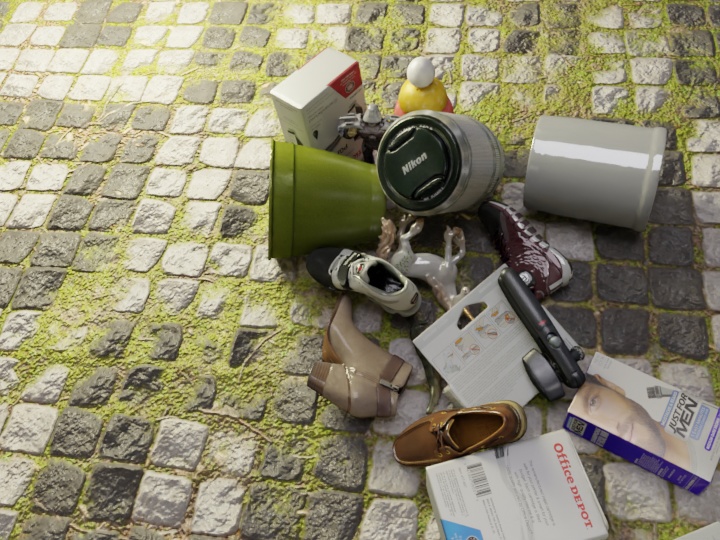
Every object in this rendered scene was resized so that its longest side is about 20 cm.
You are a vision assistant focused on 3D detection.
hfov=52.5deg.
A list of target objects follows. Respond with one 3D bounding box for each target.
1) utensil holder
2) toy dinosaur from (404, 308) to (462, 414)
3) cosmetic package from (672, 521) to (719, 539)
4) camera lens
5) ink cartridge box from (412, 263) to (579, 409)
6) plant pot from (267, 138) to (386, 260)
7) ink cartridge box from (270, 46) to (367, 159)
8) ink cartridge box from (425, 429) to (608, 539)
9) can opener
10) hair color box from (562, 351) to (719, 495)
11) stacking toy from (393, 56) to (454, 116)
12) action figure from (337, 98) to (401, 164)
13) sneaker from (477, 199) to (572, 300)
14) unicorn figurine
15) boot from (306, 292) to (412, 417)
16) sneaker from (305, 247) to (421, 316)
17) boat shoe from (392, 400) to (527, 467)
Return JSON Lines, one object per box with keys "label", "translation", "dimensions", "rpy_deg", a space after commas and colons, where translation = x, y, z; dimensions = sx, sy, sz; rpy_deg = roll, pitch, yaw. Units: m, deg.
{"label": "utensil holder", "translation": [0.382, -0.163, 1.205], "dimensions": [0.199, 0.170, 0.171], "rpy_deg": [11, 59, 16]}
{"label": "toy dinosaur", "translation": [0.121, 0.119, 1.124], "dimensions": [0.088, 0.048, 0.201], "rpy_deg": [-14, 59, 2]}
{"label": "cosmetic package", "translation": [0.352, 0.387, 0.879], "dimensions": [0.199, 0.113, 0.081], "rpy_deg": [-21, 57, -5]}
{"label": "camera lens", "translation": [0.132, -0.173, 1.181], "dimensions": [0.160, 0.161, 0.200], "rpy_deg": [31, 22, 24]}
{"label": "ink cartridge box", "translation": [0.198, 0.117, 1.081], "dimensions": [0.200, 0.044, 0.174], "rpy_deg": [-38, 80, -17]}
{"label": "plant pot", "translation": [-0.057, -0.114, 1.225], "dimensions": [0.191, 0.201, 0.201], "rpy_deg": [2, 56, -7]}
{"label": "ink cartridge box", "translation": [-0.061, -0.266, 1.298], "dimensions": [0.083, 0.200, 0.147], "rpy_deg": [34, 66, 30]}
{"label": "ink cartridge box", "translation": [0.200, 0.313, 0.960], "dimensions": [0.199, 0.085, 0.147], "rpy_deg": [-14, 56, -3]}
{"label": "can opener", "translation": [0.255, 0.083, 1.045], "dimensions": [0.078, 0.063, 0.201], "rpy_deg": [-22, 78, -14]}
{"label": "hair color box", "translation": [0.399, 0.210, 1.019], "dimensions": [0.199, 0.065, 0.110], "rpy_deg": [24, 63, 22]}
{"label": "stacking toy", "translation": [0.113, -0.302, 1.306], "dimensions": [0.145, 0.200, 0.147], "rpy_deg": [-3, 56, 4]}
{"label": "action figure", "translation": [0.024, -0.220, 1.262], "dimensions": [0.129, 0.200, 0.070], "rpy_deg": [12, 57, 13]}
{"label": "sneaker", "translation": [0.237, -0.024, 1.186], "dimensions": [0.115, 0.076, 0.200], "rpy_deg": [-38, 61, -14]}
{"label": "unicorn figurine", "translation": [0.118, -0.009, 1.172], "dimensions": [0.199, 0.074, 0.138], "rpy_deg": [17, 94, 17]}
{"label": "boot", "translation": [0.009, 0.134, 1.120], "dimensions": [0.145, 0.070, 0.201], "rpy_deg": [15, 55, 6]}
{"label": "sneaker", "translation": [0.000, 0.000, 1.133], "dimensions": [0.199, 0.089, 0.074], "rpy_deg": [20, 71, 19]}
{"label": "boat shoe", "translation": [0.125, 0.223, 0.999], "dimensions": [0.199, 0.067, 0.072], "rpy_deg": [-22, 71, 25]}
